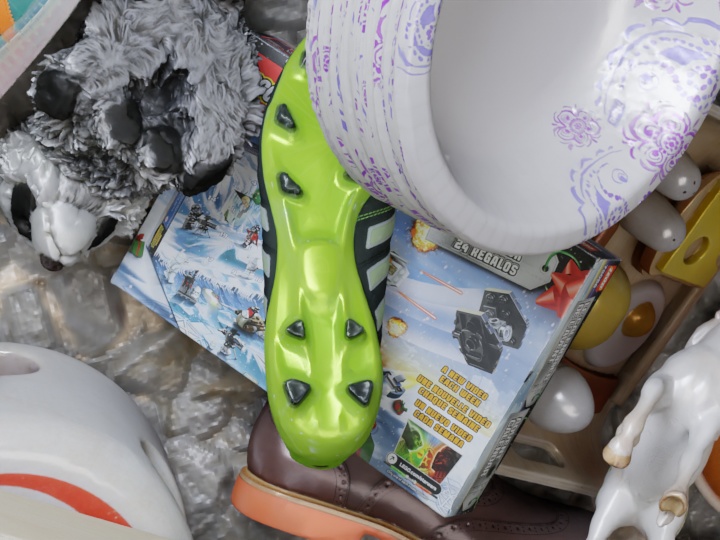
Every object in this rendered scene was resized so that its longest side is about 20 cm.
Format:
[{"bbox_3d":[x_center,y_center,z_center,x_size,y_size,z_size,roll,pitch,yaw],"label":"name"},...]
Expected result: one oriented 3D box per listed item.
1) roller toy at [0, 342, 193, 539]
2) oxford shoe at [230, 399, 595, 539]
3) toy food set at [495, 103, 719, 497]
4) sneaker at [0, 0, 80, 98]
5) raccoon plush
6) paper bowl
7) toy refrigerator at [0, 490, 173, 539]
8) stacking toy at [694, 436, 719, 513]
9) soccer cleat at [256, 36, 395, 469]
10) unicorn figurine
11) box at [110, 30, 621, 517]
[{"bbox_3d":[-0.170,0.135,1.244,0.200,0.140,0.183,28,100,-18],"label":"roller toy"},{"bbox_3d":[0.041,0.105,1.318,0.199,0.071,0.073,13,98,-17],"label":"oxford shoe"},{"bbox_3d":[0.136,0.016,1.269,0.143,0.060,0.200,17,112,-53],"label":"toy food set"},{"bbox_3d":[-0.169,-0.124,1.174,0.080,0.071,0.200,39,118,-11],"label":"sneaker"},{"bbox_3d":[-0.095,-0.089,1.235,0.097,0.134,0.200,42,62,-12],"label":"raccoon plush"},{"bbox_3d":[0.059,-0.115,1.111,0.200,0.104,0.201,-23,126,-36],"label":"paper bowl"},{"bbox_3d":[-0.104,0.152,1.156,0.199,0.076,0.070,20,96,-26],"label":"toy refrigerator"},{"bbox_3d":[0.246,0.094,1.285,0.145,0.200,0.147,-4,109,-11],"label":"stacking toy"},{"bbox_3d":[-0.016,-0.011,1.179,0.067,0.081,0.201,6,70,-5],"label":"soccer cleat"},{"bbox_3d":[0.151,0.078,1.250,0.074,0.137,0.200,40,130,-1],"label":"unicorn figurine"},{"bbox_3d":[0.000,0.000,1.229,0.200,0.040,0.137,35,102,19],"label":"box"}]
